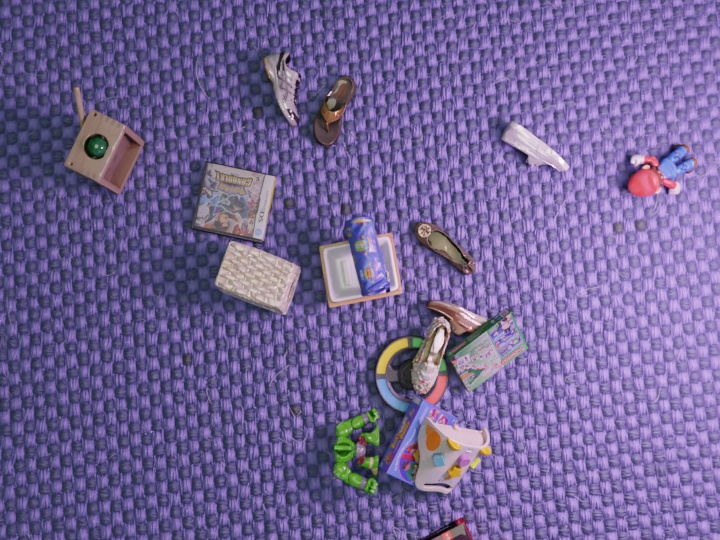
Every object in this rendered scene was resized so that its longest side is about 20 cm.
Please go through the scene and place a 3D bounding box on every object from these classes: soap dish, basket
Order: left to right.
[{"bbox_3d":[-0.266,0.017,1.715,0.195,0.123,0.139,19,85,2],"label":"basket"},{"bbox_3d":[0.000,0.000,1.740,0.194,0.081,0.162,-10,86,-2],"label":"soap dish"}]

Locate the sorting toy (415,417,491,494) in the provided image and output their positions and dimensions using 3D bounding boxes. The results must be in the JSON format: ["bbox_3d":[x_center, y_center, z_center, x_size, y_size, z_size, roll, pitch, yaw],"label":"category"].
[{"bbox_3d":[0.222,0.483,1.676,0.196,0.107,0.183,15,111,-28],"label":"sorting toy"}]

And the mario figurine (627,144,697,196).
[{"bbox_3d":[0.791,-0.259,1.784,0.197,0.107,0.124,-27,50,-13],"label":"mario figurine"}]

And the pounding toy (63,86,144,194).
[{"bbox_3d":[-0.668,-0.326,1.700,0.139,0.200,0.188,25,85,2],"label":"pounding toy"}]

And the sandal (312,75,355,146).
[{"bbox_3d":[-0.069,-0.433,1.786,0.080,0.055,0.204,27,86,2],"label":"sandal"}]

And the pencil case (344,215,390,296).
[{"bbox_3d":[0.020,-0.037,1.662,0.085,0.078,0.206,-16,86,28],"label":"pencil case"}]

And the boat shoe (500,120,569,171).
[{"bbox_3d":[0.463,-0.316,1.780,0.198,0.072,0.069,35,107,-4],"label":"boat shoe"}]

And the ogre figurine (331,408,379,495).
[{"bbox_3d":[-0.011,0.455,1.696,0.116,0.098,0.206,4,87,-3],"label":"ogre figurine"}]

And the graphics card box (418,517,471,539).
[{"bbox_3d":[0.203,0.737,1.700,0.196,0.051,0.128,-26,86,-2],"label":"graphics card box"}]

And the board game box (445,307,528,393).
[{"bbox_3d":[0.327,0.207,1.718,0.198,0.029,0.136,-35,122,-4],"label":"board game box"}]

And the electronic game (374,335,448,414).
[{"bbox_3d":[0.133,0.272,1.740,0.194,0.042,0.206,0,85,-1],"label":"electronic game"}]

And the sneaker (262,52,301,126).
[{"bbox_3d":[-0.192,-0.490,1.780,0.086,0.076,0.205,-20,86,-2],"label":"sneaker"}]

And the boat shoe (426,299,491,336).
[{"bbox_3d":[0.260,0.134,1.737,0.196,0.076,0.073,23,88,3],"label":"boat shoe"}]

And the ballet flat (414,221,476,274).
[{"bbox_3d":[0.226,-0.061,1.764,0.199,0.046,0.068,41,86,3],"label":"ballet flat"}]

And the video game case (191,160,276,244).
[{"bbox_3d":[-0.336,-0.182,1.779,0.194,0.026,0.186,11,86,0],"label":"video game case"}]

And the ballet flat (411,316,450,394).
[{"bbox_3d":[0.178,0.216,1.691,0.074,0.064,0.205,16,89,-4],"label":"ballet flat"}]

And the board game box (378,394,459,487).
[{"bbox_3d":[0.150,0.438,1.696,0.133,0.045,0.203,31,85,-27],"label":"board game box"}]
